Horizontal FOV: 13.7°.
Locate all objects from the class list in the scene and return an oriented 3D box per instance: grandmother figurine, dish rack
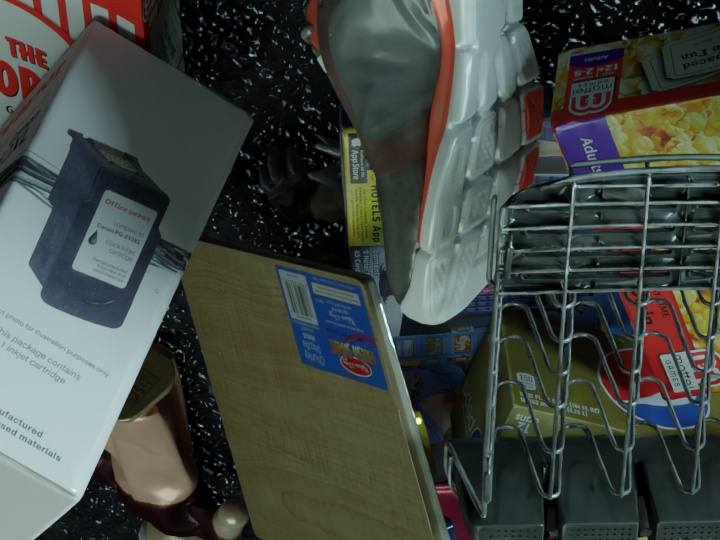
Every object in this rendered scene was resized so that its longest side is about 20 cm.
[{"bbox_3d":[-0.105,0.107,1.582,0.121,0.061,0.200,37,159,29],"label":"grandmother figurine"},{"bbox_3d":[0.112,0.030,1.127,0.153,0.055,0.200,-2,131,-4],"label":"dish rack"}]

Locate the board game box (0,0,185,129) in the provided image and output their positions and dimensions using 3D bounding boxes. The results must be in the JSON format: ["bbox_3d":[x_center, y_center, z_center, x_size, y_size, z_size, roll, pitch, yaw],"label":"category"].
[{"bbox_3d":[-0.153,-0.092,1.317,0.151,0.046,0.200,14,147,10],"label":"board game box"}]

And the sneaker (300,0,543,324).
[{"bbox_3d":[0.019,-0.081,1.156,0.082,0.077,0.200,10,104,30],"label":"sneaker"}]

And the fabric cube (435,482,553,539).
[{"bbox_3d":[0.077,0.217,1.438,0.200,0.196,0.199,2,163,12],"label":"fabric cube"}]

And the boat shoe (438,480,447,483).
[{"bbox_3d":[0.038,0.091,1.465,0.200,0.063,0.073,11,146,15],"label":"boat shoe"}]

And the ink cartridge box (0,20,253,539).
[{"bbox_3d":[-0.139,0.017,1.243,0.084,0.200,0.145,32,146,-13],"label":"ink cartridge box"}]

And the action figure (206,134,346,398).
[{"bbox_3d":[0.000,0.000,1.351,0.130,0.069,0.200,33,132,-7],"label":"action figure"}]

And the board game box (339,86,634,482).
[{"bbox_3d":[0.094,-0.001,1.266,0.200,0.062,0.200,-4,129,-2],"label":"board game box"}]

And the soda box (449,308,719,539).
[{"bbox_3d":[0.142,0.079,1.249,0.200,0.068,0.064,14,125,-14],"label":"soda box"}]

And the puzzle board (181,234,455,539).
[{"bbox_3d":[-0.018,0.061,1.290,0.200,0.017,0.151,12,120,63],"label":"puzzle board"}]

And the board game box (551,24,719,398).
[{"bbox_3d":[0.191,-0.032,1.145,0.200,0.046,0.152,-11,130,20],"label":"board game box"}]
